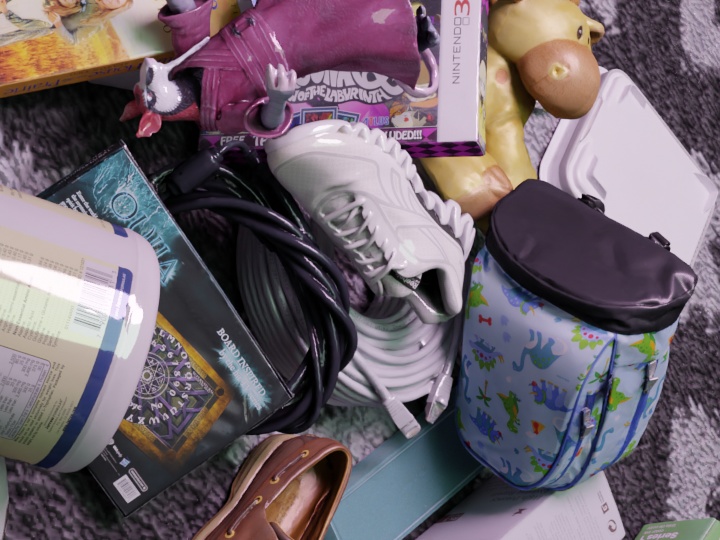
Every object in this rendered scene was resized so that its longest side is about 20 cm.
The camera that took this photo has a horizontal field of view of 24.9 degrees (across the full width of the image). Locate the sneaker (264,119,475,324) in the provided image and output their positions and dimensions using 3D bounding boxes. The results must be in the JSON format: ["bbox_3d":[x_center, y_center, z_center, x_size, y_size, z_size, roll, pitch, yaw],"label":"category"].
[{"bbox_3d":[0.012,-0.032,1.087,0.200,0.075,0.081,35,46,-41],"label":"sneaker"}]

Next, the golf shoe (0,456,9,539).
[{"bbox_3d":[-0.224,0.166,0.920,0.078,0.094,0.201,19,66,-38],"label":"golf shoe"}]

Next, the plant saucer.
[{"bbox_3d":[0.038,0.158,1.225,0.200,0.019,0.070,-33,104,-44],"label":"plant saucer"}]

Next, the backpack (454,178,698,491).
[{"bbox_3d":[0.145,0.064,1.182,0.154,0.163,0.200,-37,145,-26],"label":"backpack"}]

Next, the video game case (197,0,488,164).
[{"bbox_3d":[-0.010,-0.165,1.141,0.036,0.199,0.182,55,37,-69],"label":"video game case"}]

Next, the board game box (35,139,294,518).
[{"bbox_3d":[-0.149,0.038,1.018,0.135,0.028,0.200,-34,108,-6],"label":"board game box"}]

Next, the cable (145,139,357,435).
[{"bbox_3d":[-0.093,0.026,1.067,0.163,0.051,0.200,-30,99,-14],"label":"cable"}]

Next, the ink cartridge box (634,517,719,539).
[{"bbox_3d":[0.253,0.324,1.344,0.200,0.084,0.145,-43,110,-41],"label":"ink cartridge box"}]

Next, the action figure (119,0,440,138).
[{"bbox_3d":[-0.062,-0.142,1.018,0.134,0.200,0.149,59,-1,18],"label":"action figure"}]

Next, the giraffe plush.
[{"bbox_3d":[0.113,-0.142,1.234,0.200,0.162,0.173,54,14,2],"label":"giraffe plush"}]

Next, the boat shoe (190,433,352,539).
[{"bbox_3d":[-0.067,0.189,1.082,0.072,0.067,0.200,47,52,-25],"label":"boat shoe"}]

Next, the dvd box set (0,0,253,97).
[{"bbox_3d":[-0.176,-0.194,1.033,0.199,0.029,0.147,-14,83,-22],"label":"dvd box set"}]

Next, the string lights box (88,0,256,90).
[{"bbox_3d":[-0.122,-0.222,1.110,0.102,0.059,0.201,9,72,-19],"label":"string lights box"}]

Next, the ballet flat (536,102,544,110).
[{"bbox_3d":[0.123,-0.194,1.357,0.200,0.064,0.076,28,61,-37],"label":"ballet flat"}]

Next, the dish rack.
[{"bbox_3d":[0.252,-0.074,1.467,0.200,0.043,0.172,46,53,-25],"label":"dish rack"}]

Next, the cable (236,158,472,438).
[{"bbox_3d":[0.000,0.000,1.191,0.200,0.069,0.200,43,54,-26],"label":"cable"}]

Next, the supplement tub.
[{"bbox_3d":[-0.226,0.019,0.896,0.199,0.145,0.145,20,66,-21],"label":"supplement tub"}]

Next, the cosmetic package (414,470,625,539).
[{"bbox_3d":[0.099,0.217,1.212,0.200,0.101,0.074,-29,100,-45],"label":"cosmetic package"}]
